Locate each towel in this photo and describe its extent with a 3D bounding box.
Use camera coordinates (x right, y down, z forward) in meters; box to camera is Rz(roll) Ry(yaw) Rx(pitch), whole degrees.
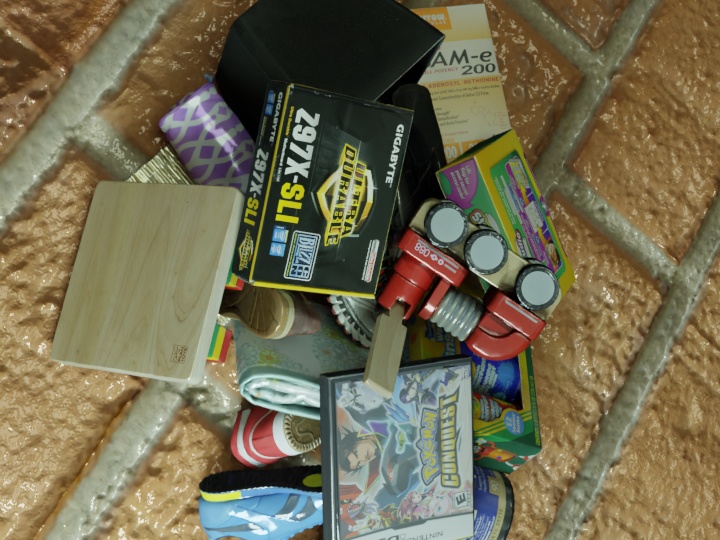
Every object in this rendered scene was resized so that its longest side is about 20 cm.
[{"bbox_3d":[-0.047,0.099,1.425,0.198,0.172,0.049,18,117,-20],"label":"towel"}]

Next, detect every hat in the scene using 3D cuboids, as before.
[{"bbox_3d":[0.042,-0.108,1.465,0.200,0.080,0.204,-4,90,-66],"label":"hat"}]

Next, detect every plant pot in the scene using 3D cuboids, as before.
[{"bbox_3d":[-0.054,-0.224,1.470,0.177,0.200,0.200,44,66,3],"label":"plant pot"}]

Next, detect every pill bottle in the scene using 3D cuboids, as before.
[{"bbox_3d":[0.069,0.260,1.486,0.198,0.112,0.113,20,74,-22],"label":"pill bottle"}]

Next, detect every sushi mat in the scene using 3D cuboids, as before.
[{"bbox_3d":[-0.185,-0.041,1.467,0.096,0.012,0.201,-45,102,-25],"label":"sushi mat"}]

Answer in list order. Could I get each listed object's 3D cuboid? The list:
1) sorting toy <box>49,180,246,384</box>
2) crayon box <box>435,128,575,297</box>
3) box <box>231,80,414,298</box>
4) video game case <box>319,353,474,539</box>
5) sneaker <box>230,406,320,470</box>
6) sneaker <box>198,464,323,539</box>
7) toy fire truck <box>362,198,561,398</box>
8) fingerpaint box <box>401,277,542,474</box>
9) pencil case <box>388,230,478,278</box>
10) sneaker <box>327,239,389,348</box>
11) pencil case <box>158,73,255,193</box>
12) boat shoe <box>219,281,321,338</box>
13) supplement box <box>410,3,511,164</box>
[{"bbox_3d":[-0.210,0.015,1.359,0.069,0.196,0.203,31,68,-54],"label":"sorting toy"},{"bbox_3d":[0.171,-0.047,1.492,0.202,0.058,0.172,66,27,-6],"label":"crayon box"},{"bbox_3d":[-0.038,-0.080,1.317,0.158,0.049,0.203,8,98,-35],"label":"box"},{"bbox_3d":[0.042,0.199,1.366,0.178,0.025,0.203,-5,99,-29],"label":"video game case"},{"bbox_3d":[-0.067,0.171,1.469,0.199,0.111,0.072,-12,84,-57],"label":"sneaker"},{"bbox_3d":[-0.079,0.261,1.407,0.197,0.066,0.080,-4,105,8],"label":"sneaker"},{"bbox_3d":[0.093,0.047,1.349,0.175,0.129,0.201,34,96,-3],"label":"toy fire truck"},{"bbox_3d":[0.120,0.116,1.510,0.165,0.073,0.202,19,50,-25],"label":"fingerpaint box"},{"bbox_3d":[0.077,-0.032,1.556,0.197,0.078,0.091,-1,67,-26],"label":"pencil case"},{"bbox_3d":[0.000,0.000,1.434,0.202,0.081,0.078,63,25,-12],"label":"sneaker"},{"bbox_3d":[-0.146,-0.116,1.458,0.083,0.086,0.201,-35,96,1],"label":"pencil case"},{"bbox_3d":[-0.106,0.023,1.390,0.071,0.199,0.073,8,103,-34],"label":"boat shoe"},{"bbox_3d":[0.108,-0.221,1.603,0.124,0.073,0.203,-11,86,-27],"label":"supplement box"}]
